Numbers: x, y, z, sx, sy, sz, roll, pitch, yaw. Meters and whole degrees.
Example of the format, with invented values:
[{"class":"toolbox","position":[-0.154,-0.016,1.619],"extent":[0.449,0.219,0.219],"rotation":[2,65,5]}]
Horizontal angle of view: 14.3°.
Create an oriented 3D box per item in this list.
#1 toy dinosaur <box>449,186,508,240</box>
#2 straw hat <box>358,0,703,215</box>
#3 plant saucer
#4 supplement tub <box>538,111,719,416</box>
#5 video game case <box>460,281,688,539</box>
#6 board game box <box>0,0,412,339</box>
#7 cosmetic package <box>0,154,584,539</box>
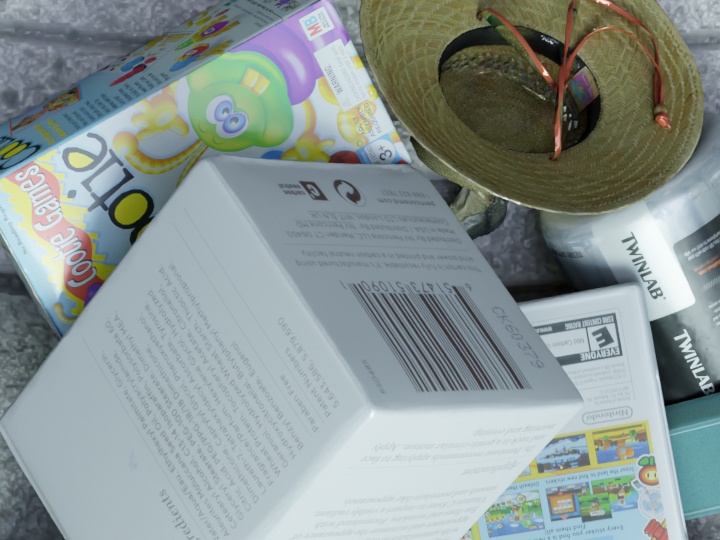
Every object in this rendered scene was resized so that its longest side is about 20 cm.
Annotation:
[{"class":"toy dinosaur","position":[0.000,0.000,1.549],"extent":[0.200,0.047,0.088],"rotation":[-47,116,1]},{"class":"straw hat","position":[0.077,-0.084,1.519],"extent":[0.201,0.201,0.085],"rotation":[13,142,-18]},{"class":"plant saucer","position":[0.159,0.110,1.554],"extent":[0.070,0.200,0.019],"rotation":[55,43,-19]},{"class":"supplement tub","position":[0.192,0.025,1.566],"extent":[0.122,0.123,0.200],"rotation":[-32,108,-7]},{"class":"video game case","position":[0.066,0.112,1.508],"extent":[0.200,0.023,0.182],"rotation":[-10,87,13]},{"class":"board game box","position":[-0.093,-0.057,1.477],"extent":[0.200,0.105,0.103],"rotation":[-30,108,-7]},{"class":"cosmetic package","position":[-0.036,0.070,1.410],"extent":[0.165,0.165,0.200],"rotation":[2,136,-50]}]
